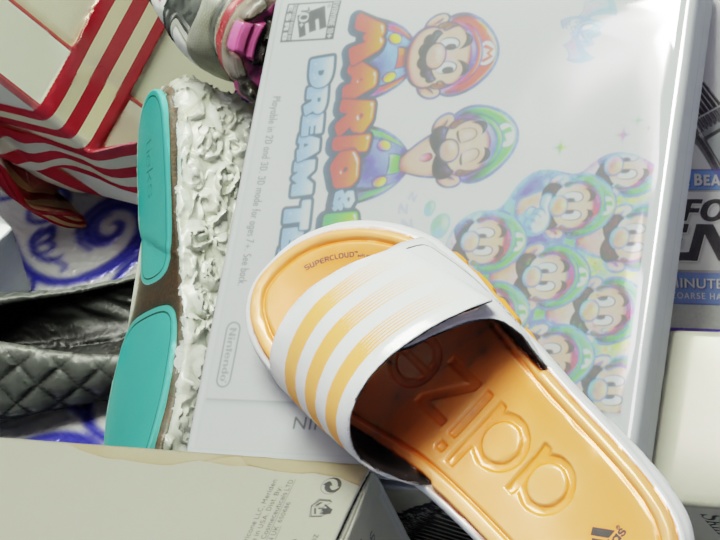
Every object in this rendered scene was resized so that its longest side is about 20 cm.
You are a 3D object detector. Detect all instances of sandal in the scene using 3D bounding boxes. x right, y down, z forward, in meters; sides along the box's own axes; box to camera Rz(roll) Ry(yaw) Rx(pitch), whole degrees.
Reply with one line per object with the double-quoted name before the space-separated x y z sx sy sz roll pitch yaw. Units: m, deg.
"sandal" 0.031 0.041 0.763 0.207 0.059 0.079 39 91 34

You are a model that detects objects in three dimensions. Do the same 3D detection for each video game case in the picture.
"video game case" 0.032 -0.016 0.834 0.182 0.024 0.200 0 70 29

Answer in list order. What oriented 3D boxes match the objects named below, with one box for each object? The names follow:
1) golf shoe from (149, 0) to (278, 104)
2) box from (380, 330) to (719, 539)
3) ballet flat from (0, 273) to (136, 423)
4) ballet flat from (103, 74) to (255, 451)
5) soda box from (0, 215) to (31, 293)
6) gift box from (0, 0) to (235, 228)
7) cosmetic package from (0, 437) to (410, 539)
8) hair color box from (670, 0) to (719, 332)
"golf shoe" -0.004 -0.108 1.001 0.092 0.200 0.073 34 107 42
"box" 0.087 0.065 0.833 0.200 0.082 0.068 1 67 30
"ballet flat" -0.104 0.022 1.008 0.200 0.057 0.066 -16 42 6
"ballet flat" -0.067 0.014 0.959 0.072 0.072 0.200 0 79 27
"soda box" -0.253 0.037 1.049 0.200 0.068 0.063 -41 70 -19
"gift box" -0.152 -0.137 1.074 0.200 0.185 0.187 14 72 53
"cosmetic package" -0.078 0.125 0.849 0.200 0.104 0.073 3 47 28
"hair color box" 0.115 -0.057 0.879 0.109 0.200 0.065 1 5 28
